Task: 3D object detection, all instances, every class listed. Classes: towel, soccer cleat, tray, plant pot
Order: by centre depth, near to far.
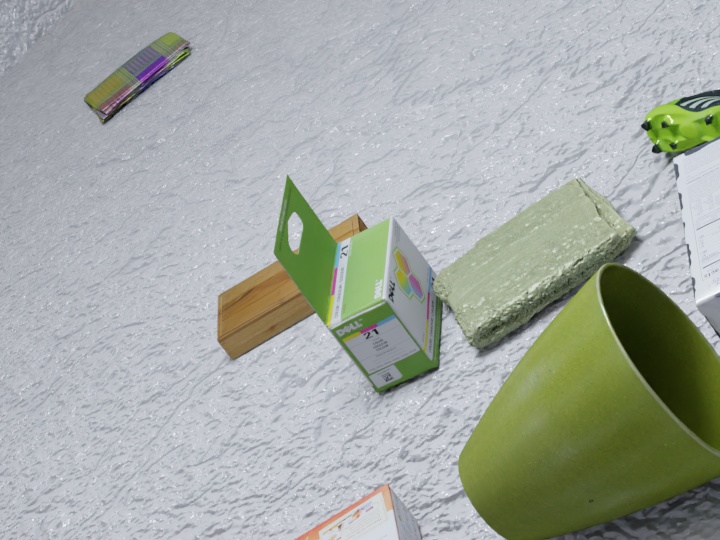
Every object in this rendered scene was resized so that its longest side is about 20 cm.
[{"bbox_3d":[0.181,0.129,1.315,0.200,0.187,0.188,-41,24,25],"label":"plant pot"},{"bbox_3d":[0.365,-0.150,1.614,0.081,0.068,0.199,-36,25,-25],"label":"soccer cleat"},{"bbox_3d":[0.173,-0.009,1.648,0.199,0.037,0.149,-35,29,3],"label":"towel"},{"bbox_3d":[-0.077,0.017,1.896,0.199,0.037,0.099,-31,28,14],"label":"tray"},{"bbox_3d":[-0.382,-0.332,2.780,0.200,0.023,0.144,-40,27,-7],"label":"towel"}]

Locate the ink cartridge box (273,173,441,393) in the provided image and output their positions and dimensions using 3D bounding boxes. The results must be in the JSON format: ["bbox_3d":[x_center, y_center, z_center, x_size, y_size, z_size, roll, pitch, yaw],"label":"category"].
[{"bbox_3d":[0.000,0.000,1.658,0.075,0.200,0.148,-25,31,21],"label":"ink cartridge box"}]

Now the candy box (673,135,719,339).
[{"bbox_3d":[0.325,0.010,1.304,0.071,0.168,0.201,-27,30,22],"label":"candy box"}]

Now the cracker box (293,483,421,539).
[{"bbox_3d":[-0.006,0.290,1.385,0.133,0.058,0.200,-32,28,12],"label":"cracker box"}]
